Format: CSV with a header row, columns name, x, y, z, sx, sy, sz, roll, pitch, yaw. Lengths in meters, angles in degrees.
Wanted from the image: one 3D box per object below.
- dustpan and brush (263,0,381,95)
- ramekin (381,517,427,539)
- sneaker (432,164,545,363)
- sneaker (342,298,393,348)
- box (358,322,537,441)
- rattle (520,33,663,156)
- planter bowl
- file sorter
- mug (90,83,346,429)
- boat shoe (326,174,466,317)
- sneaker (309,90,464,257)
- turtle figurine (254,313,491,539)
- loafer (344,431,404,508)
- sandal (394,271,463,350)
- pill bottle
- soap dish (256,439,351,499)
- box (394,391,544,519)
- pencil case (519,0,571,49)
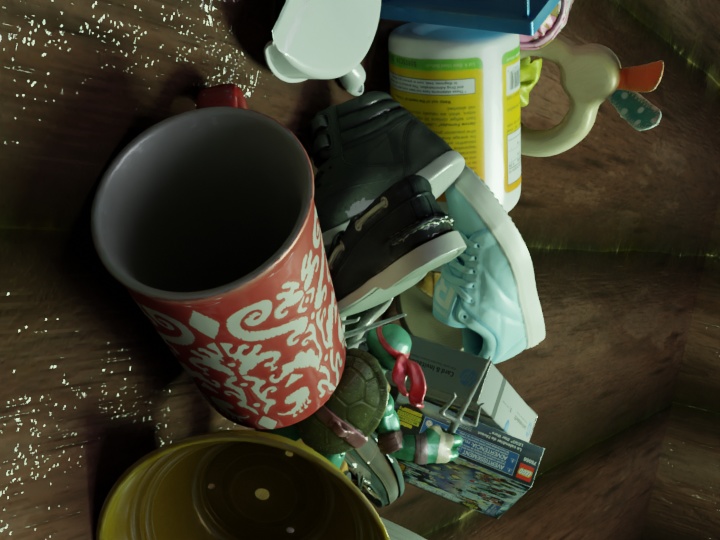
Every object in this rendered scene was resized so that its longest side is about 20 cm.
name,x,y,z,sx,sy,sz,roll,pitch,yaw
dustpan and brush,-0.019,-0.179,0.991,0.200,0.057,0.141,45,62,-56
ramekin,0.007,0.330,1.262,0.200,0.104,0.202,-46,144,-50
sneaker,0.094,0.008,1.102,0.081,0.074,0.201,-32,128,-10
sneaker,0.000,0.000,1.098,0.073,0.070,0.202,66,41,-56
box,0.063,0.100,1.196,0.042,0.154,0.200,-68,157,-10
rattle,0.222,-0.186,1.338,0.142,0.198,0.132,-6,86,-61
planter bowl,-0.072,0.173,0.914,0.084,0.198,0.203,-78,171,-63
file sorter,0.109,-0.298,1.104,0.200,0.137,0.124,-53,144,-44
mug,-0.067,-0.007,0.868,0.179,0.132,0.201,-63,157,-25
boat shoe,0.012,-0.012,0.944,0.075,0.200,0.061,-21,84,-30
sneaker,-0.026,-0.059,1.022,0.199,0.099,0.071,-36,164,-13
turtle figurine,-0.011,0.096,0.975,0.200,0.150,0.100,-47,152,14
loafer,-0.018,0.152,1.170,0.063,0.072,0.201,-44,139,-19
sandal,0.074,-0.018,1.245,0.054,0.079,0.203,-63,159,-84
pill bottle,0.082,-0.106,1.152,0.111,0.110,0.202,-37,129,-56
soap dish,-0.070,0.242,1.061,0.201,0.080,0.159,-56,150,-42
box,0.084,0.173,1.238,0.200,0.136,0.040,97,16,-71
pencil case,0.162,-0.267,1.264,0.200,0.082,0.087,-56,157,-66
